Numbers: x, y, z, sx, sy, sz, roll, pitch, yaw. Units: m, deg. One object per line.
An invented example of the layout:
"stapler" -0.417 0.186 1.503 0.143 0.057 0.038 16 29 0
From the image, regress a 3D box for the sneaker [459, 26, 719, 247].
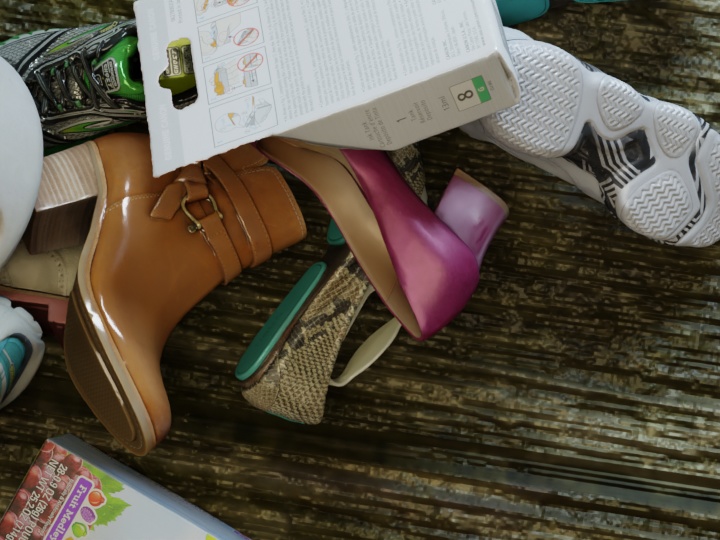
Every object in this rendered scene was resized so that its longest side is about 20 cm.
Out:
"sneaker" 0.129 -0.084 1.502 0.200 0.115 0.075 28 94 -29

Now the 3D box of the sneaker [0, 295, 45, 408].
"sneaker" -0.261 0.097 1.517 0.077 0.080 0.200 33 120 -3

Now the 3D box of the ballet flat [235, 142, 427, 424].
"ballet flat" 0.000 0.000 1.519 0.075 0.068 0.200 29 85 -15

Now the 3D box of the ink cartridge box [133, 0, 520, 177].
"ink cartridge box" -0.021 -0.122 1.432 0.200 0.161 0.050 -21 132 9

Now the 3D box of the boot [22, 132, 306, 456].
"boot" -0.101 0.001 1.482 0.154 0.074 0.200 -13 67 -22

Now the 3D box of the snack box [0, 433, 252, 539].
"snack box" -0.157 0.224 1.533 0.168 0.068 0.200 31 94 5

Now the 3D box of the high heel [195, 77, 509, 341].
"high heel" -0.020 -0.044 1.443 0.200 0.067 0.096 27 61 9

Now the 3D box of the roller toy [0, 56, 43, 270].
"roller toy" -0.283 -0.065 1.446 0.200 0.140 0.183 -6 68 31

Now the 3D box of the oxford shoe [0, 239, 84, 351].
"oxford shoe" -0.208 -0.004 1.547 0.200 0.070 0.075 18 69 4

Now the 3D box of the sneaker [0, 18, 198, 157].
"sneaker" -0.158 -0.117 1.523 0.200 0.085 0.078 -16 88 7

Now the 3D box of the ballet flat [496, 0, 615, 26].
"ballet flat" 0.111 -0.186 1.513 0.200 0.067 0.071 -8 65 6
